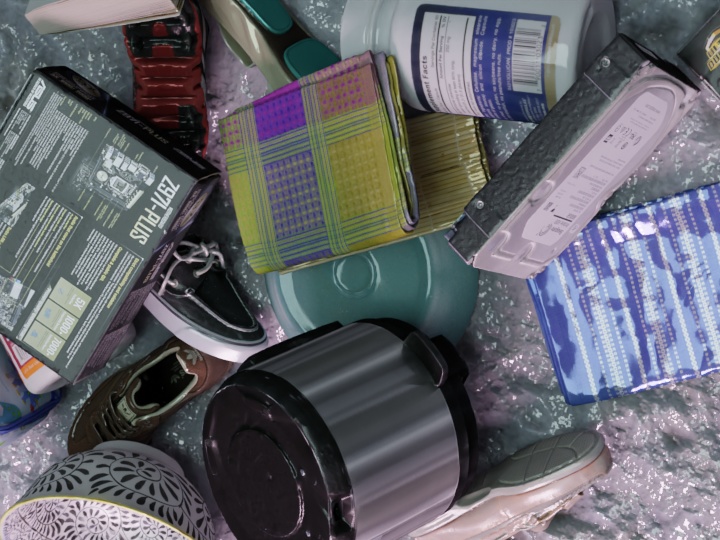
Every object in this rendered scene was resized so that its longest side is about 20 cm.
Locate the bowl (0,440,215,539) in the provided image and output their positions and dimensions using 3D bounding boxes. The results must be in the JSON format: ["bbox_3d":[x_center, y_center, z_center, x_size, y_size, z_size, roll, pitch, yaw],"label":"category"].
[{"bbox_3d":[-0.206,0.210,1.713,0.199,0.201,0.095,-6,51,25],"label":"bowl"}]

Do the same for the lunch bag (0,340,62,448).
[{"bbox_3d":[-0.361,0.065,1.748,0.082,0.161,0.201,-35,84,20],"label":"lunch bag"}]

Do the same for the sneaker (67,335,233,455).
[{"bbox_3d":[-0.199,0.113,1.724,0.200,0.075,0.071,-40,81,24],"label":"sneaker"}]

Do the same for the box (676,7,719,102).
[{"bbox_3d":[0.356,-0.172,1.441,0.160,0.049,0.200,49,114,14],"label":"box"}]

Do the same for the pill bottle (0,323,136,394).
[{"bbox_3d":[-0.288,-0.003,1.730,0.109,0.109,0.201,-32,85,25],"label":"pill bottle"}]

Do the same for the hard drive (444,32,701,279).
[{"bbox_3d":[0.161,-0.080,1.480,0.200,0.139,0.038,-48,67,14],"label":"hard drive"}]

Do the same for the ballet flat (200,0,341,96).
[{"bbox_3d":[-0.067,-0.177,1.633,0.069,0.069,0.201,-43,76,24],"label":"ballet flat"}]

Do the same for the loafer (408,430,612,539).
[{"bbox_3d":[0.126,0.188,1.598,0.199,0.072,0.063,-25,106,32],"label":"loafer"}]

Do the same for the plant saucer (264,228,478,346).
[{"bbox_3d":[0.000,0.000,1.638,0.198,0.036,0.202,4,99,25],"label":"plant saucer"}]

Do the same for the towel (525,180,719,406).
[{"bbox_3d":[0.229,0.018,1.541,0.198,0.024,0.146,-16,92,26],"label":"towel"}]

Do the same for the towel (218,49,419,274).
[{"bbox_3d":[-0.033,-0.080,1.558,0.199,0.023,0.145,-17,83,45],"label":"towel"}]

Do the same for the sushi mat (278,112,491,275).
[{"bbox_3d":[0.011,-0.066,1.597,0.198,0.012,0.097,-15,81,20],"label":"sushi mat"}]

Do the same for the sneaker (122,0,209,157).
[{"bbox_3d":[-0.161,-0.163,1.670,0.070,0.098,0.202,2,124,1],"label":"sneaker"}]

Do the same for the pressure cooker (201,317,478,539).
[{"bbox_3d":[-0.004,0.134,1.556,0.175,0.199,0.181,6,112,50],"label":"pressure cooker"}]

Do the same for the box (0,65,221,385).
[{"bbox_3d":[-0.237,-0.039,1.612,0.163,0.086,0.201,33,101,5],"label":"box"}]

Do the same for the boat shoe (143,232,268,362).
[{"bbox_3d":[-0.151,-0.002,1.687,0.199,0.073,0.068,42,123,21],"label":"boat shoe"}]

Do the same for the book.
[{"bbox_3d":[-0.192,-0.287,1.613,0.132,0.048,0.202,-7,51,26],"label":"book"}]

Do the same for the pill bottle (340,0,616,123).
[{"bbox_3d":[0.089,-0.175,1.529,0.198,0.111,0.112,9,101,24],"label":"pill bottle"}]
